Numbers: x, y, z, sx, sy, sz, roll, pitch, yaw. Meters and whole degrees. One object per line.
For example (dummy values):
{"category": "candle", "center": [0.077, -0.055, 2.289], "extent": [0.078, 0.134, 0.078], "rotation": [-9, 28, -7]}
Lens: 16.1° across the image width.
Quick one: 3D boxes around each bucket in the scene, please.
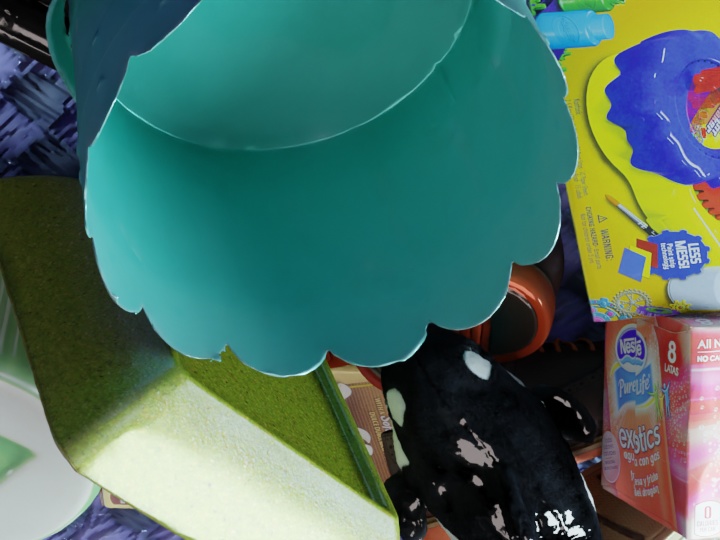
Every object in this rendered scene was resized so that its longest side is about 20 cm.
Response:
{"category": "bucket", "center": [-0.023, -0.074, 1.007], "extent": [0.207, 0.135, 0.207], "rotation": [-7, 131, -8]}

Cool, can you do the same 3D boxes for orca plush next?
{"category": "orca plush", "center": [0.064, 0.122, 1.159], "extent": [0.105, 0.071, 0.200], "rotation": [-12, 102, 7]}

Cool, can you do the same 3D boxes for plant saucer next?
{"category": "plant saucer", "center": [-0.063, 0.049, 1.092], "extent": [0.048, 0.200, 0.200], "rotation": [-42, 128, 13]}

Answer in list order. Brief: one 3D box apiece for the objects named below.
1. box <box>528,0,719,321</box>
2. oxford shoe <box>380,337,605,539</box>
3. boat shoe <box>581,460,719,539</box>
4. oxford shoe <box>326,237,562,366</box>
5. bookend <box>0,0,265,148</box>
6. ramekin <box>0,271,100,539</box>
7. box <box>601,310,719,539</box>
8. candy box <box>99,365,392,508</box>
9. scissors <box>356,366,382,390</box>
{"category": "box", "center": [0.179, -0.097, 1.079], "extent": [0.192, 0.122, 0.200], "rotation": [-6, 134, 11]}
{"category": "oxford shoe", "center": [0.102, 0.056, 1.236], "extent": [0.073, 0.200, 0.071], "rotation": [59, 163, -6]}
{"category": "boat shoe", "center": [0.157, 0.119, 1.261], "extent": [0.200, 0.075, 0.068], "rotation": [-38, 130, -19]}
{"category": "oxford shoe", "center": [0.000, 0.000, 1.224], "extent": [0.200, 0.073, 0.071], "rotation": [5, 131, 15]}
{"category": "bookend", "center": [-0.093, -0.181, 1.048], "extent": [0.200, 0.092, 0.199], "rotation": [27, 131, -21]}
{"category": "ramekin", "center": [-0.204, 0.050, 1.191], "extent": [0.200, 0.098, 0.200], "rotation": [2, 142, 1]}
{"category": "box", "center": [0.221, 0.057, 1.181], "extent": [0.200, 0.095, 0.103], "rotation": [-3, 101, -19]}
{"category": "candy box", "center": [-0.039, 0.070, 1.317], "extent": [0.200, 0.055, 0.115], "rotation": [1, 136, 5]}
{"category": "scissors", "center": [-0.038, -0.004, 1.267], "extent": [0.200, 0.073, 0.014], "rotation": [25, 172, 11]}
